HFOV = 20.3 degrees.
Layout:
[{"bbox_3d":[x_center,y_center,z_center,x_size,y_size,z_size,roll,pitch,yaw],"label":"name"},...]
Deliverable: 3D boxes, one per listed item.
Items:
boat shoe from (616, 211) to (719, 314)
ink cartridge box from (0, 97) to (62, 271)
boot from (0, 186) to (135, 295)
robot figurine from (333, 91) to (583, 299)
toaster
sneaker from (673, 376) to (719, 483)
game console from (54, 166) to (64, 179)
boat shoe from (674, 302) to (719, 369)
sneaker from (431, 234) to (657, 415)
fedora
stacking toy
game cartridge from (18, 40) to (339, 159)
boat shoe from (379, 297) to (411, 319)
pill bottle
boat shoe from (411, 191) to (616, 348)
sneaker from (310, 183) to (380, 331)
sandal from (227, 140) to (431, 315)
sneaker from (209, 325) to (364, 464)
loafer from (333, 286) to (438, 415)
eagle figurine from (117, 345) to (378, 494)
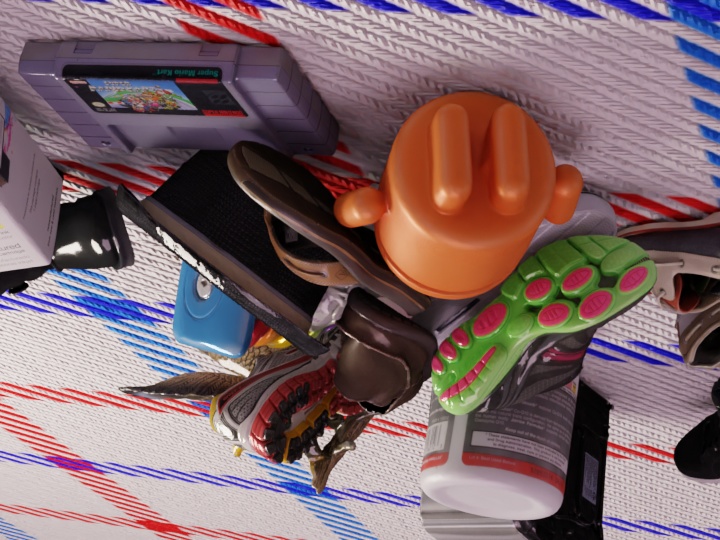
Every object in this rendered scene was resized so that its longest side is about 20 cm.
[{"bbox_3d":[0.248,0.000,1.502,0.071,0.063,0.199,21,160,-34],"label":"boat shoe"},{"bbox_3d":[-0.327,-0.080,1.472,0.144,0.085,0.200,-7,147,16],"label":"ink cartridge box"},{"bbox_3d":[-0.286,-0.004,1.579,0.199,0.066,0.165,-18,-176,-16],"label":"boot"},{"bbox_3d":[0.067,-0.049,1.378,0.117,0.144,0.200,48,164,10],"label":"robot figurine"},{"bbox_3d":[0.152,0.190,1.888,0.118,0.202,0.181,-7,155,31],"label":"toaster"},{"bbox_3d":[0.339,0.133,1.834,0.111,0.074,0.199,27,147,-31],"label":"sneaker"},{"bbox_3d":[-0.370,-0.058,1.597,0.116,0.177,0.200,32,180,44],"label":"game console"},{"bbox_3d":[0.313,0.029,1.538,0.074,0.069,0.200,17,160,-20],"label":"boat shoe"},{"bbox_3d":[0.140,0.040,1.488,0.200,0.077,0.083,-35,149,30],"label":"sneaker"},{"bbox_3d":[-0.083,-0.026,1.504,0.200,0.092,0.201,37,178,1],"label":"fedora"},{"bbox_3d":[-0.050,0.024,1.698,0.199,0.111,0.116,11,180,-37],"label":"stacking toy"},{"bbox_3d":[-0.127,-0.119,1.412,0.198,0.039,0.130,3,164,20],"label":"game cartridge"},{"bbox_3d":[0.083,0.071,1.783,0.198,0.066,0.072,10,161,2],"label":"boat shoe"},{"bbox_3d":[0.118,0.089,1.609,0.115,0.202,0.116,9,161,3],"label":"pill bottle"},{"bbox_3d":[0.111,-0.016,1.525,0.072,0.071,0.199,36,131,-27],"label":"boat shoe"},{"bbox_3d":[0.000,0.000,1.565,0.075,0.100,0.200,43,158,3],"label":"sneaker"},{"bbox_3d":[-0.027,-0.019,1.436,0.055,0.082,0.200,-41,131,13],"label":"sandal"},{"bbox_3d":[-0.047,0.084,1.628,0.082,0.078,0.200,12,-154,31],"label":"sneaker"},{"bbox_3d":[0.016,0.073,1.542,0.073,0.071,0.200,32,171,18],"label":"loafer"},{"bbox_3d":[-0.090,0.102,1.750,0.200,0.151,0.152,38,180,0],"label":"eagle figurine"}]
